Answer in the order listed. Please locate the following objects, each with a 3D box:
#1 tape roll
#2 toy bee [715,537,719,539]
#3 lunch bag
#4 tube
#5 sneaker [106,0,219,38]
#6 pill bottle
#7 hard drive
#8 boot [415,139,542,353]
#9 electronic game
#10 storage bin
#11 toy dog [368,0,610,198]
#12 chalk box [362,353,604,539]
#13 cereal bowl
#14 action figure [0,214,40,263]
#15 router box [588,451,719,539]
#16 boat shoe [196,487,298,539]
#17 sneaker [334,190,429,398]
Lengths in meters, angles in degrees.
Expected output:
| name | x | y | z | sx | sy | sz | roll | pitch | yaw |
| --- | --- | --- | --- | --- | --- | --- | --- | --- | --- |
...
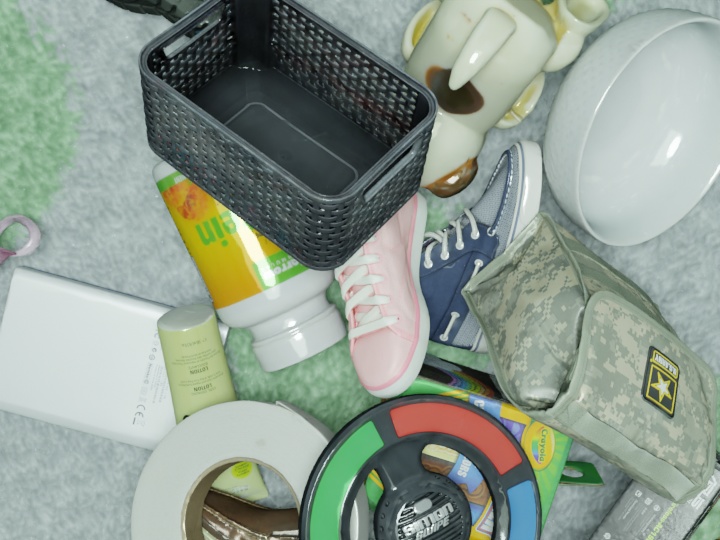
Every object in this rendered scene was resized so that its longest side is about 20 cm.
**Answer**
| name | x | y | z | sx | sy | sz | roll | pitch | yaw |
| --- | --- | --- | --- | --- | --- | --- | --- | --- | --- |
| tape roll | -0.092 | 0.206 | 0.854 | 0.202 | 0.037 | 0.203 | -3 | 81 | 16 |
| toy bee | 0.404 | 0.245 | 0.934 | 0.200 | 0.109 | 0.131 | -4 | 105 | 26 |
| lunch bag | 0.186 | 0.073 | 0.807 | 0.164 | 0.200 | 0.118 | 34 | 113 | -27 |
| tube | -0.134 | 0.129 | 0.920 | 0.058 | 0.052 | 0.200 | 4 | 115 | 25 |
| sneaker | -0.176 | -0.264 | 0.901 | 0.200 | 0.073 | 0.082 | 28 | 79 | -8 |
| pill bottle | -0.089 | -0.019 | 0.896 | 0.111 | 0.111 | 0.200 | -25 | 95 | 3 |
| hard drive | -0.232 | 0.086 | 0.951 | 0.200 | 0.025 | 0.132 | 15 | 96 | -1 |
| boot | 0.091 | -0.021 | 0.891 | 0.090 | 0.073 | 0.200 | 9 | 113 | -7 |
| electronic game | 0.049 | 0.196 | 0.804 | 0.200 | 0.042 | 0.201 | 0 | 88 | -17 |
| storage bin | -0.057 | -0.113 | 0.790 | 0.200 | 0.094 | 0.135 | 36 | 61 | 17 |
| toy dog | 0.089 | -0.152 | 0.850 | 0.139 | 0.194 | 0.200 | 28 | 131 | -11 |
| chalk box | 0.109 | 0.161 | 0.906 | 0.200 | 0.125 | 0.124 | 18 | 96 | 0 |
| cereal bowl | 0.227 | -0.126 | 0.867 | 0.200 | 0.083 | 0.200 | -20 | 130 | -26 |
| action figure | -0.383 | 0.040 | 0.930 | 0.149 | 0.134 | 0.200 | -7 | 113 | -40 |
| router box | 0.242 | 0.234 | 0.895 | 0.062 | 0.150 | 0.200 | 37 | 96 | 23 |
| boat shoe | -0.059 | 0.234 | 0.919 | 0.202 | 0.075 | 0.075 | 29 | 104 | -8 |
| sneaker | 0.000 | 0.000 | 0.852 | 0.075 | 0.105 | 0.201 | -21 | 52 | 38 |
